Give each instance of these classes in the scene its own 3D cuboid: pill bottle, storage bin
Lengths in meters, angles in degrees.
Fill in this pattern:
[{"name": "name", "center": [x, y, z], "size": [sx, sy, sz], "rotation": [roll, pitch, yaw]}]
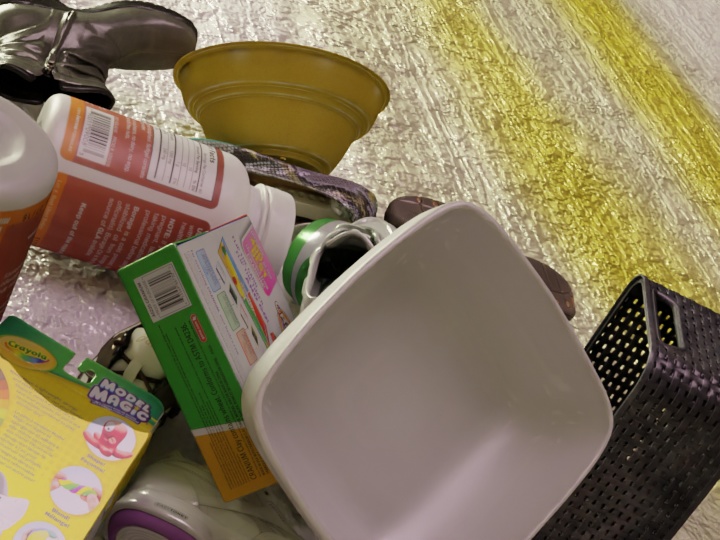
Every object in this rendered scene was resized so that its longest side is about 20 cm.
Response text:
[{"name": "pill bottle", "center": [-0.156, -0.049, 1.025], "size": [0.199, 0.113, 0.113], "rotation": [19, 31, -20]}, {"name": "pill bottle", "center": [-0.258, -0.002, 0.788], "size": [0.111, 0.201, 0.113], "rotation": [21, 31, -13]}, {"name": "storage bin", "center": [0.200, 0.123, 1.004], "size": [0.093, 0.201, 0.136], "rotation": [26, 30, -7]}]

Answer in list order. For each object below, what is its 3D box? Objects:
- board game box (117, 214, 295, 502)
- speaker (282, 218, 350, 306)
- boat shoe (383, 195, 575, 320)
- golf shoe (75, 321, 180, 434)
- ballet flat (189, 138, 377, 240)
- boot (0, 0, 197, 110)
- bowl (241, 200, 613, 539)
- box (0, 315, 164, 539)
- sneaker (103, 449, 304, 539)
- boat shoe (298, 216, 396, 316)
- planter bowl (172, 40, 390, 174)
[{"name": "board game box", "center": [-0.080, 0.048, 0.879], "size": [0.200, 0.040, 0.154], "rotation": [-41, 107, -80]}, {"name": "speaker", "center": [0.031, 0.031, 1.070], "size": [0.199, 0.089, 0.088], "rotation": [30, 25, 35]}, {"name": "boat shoe", "center": [0.100, 0.007, 1.222], "size": [0.199, 0.073, 0.075], "rotation": [31, 32, -10]}, {"name": "golf shoe", "center": [-0.159, 0.083, 0.858], "size": [0.077, 0.095, 0.200], "rotation": [31, 31, -1]}, {"name": "ballet flat", "center": [-0.082, -0.062, 1.155], "size": [0.199, 0.072, 0.072], "rotation": [14, 32, -6]}, {"name": "boot", "center": [-0.229, -0.177, 1.170], "size": [0.198, 0.068, 0.131], "rotation": [4, 42, -26]}, {"name": "bowl", "center": [0.033, 0.081, 0.802], "size": [0.201, 0.200, 0.074], "rotation": [55, -22, -20]}, {"name": "box", "center": [-0.201, 0.124, 0.744], "size": [0.117, 0.048, 0.201], "rotation": [30, 51, 0]}, {"name": "sneaker", "center": [-0.053, 0.173, 0.831], "size": [0.199, 0.075, 0.100], "rotation": [30, 30, 0]}, {"name": "boat shoe", "center": [0.000, 0.000, 0.970], "size": [0.073, 0.067, 0.200], "rotation": [5, 29, 6]}, {"name": "planter bowl", "center": [-0.074, -0.127, 1.215], "size": [0.199, 0.200, 0.084], "rotation": [13, 73, -28]}]
